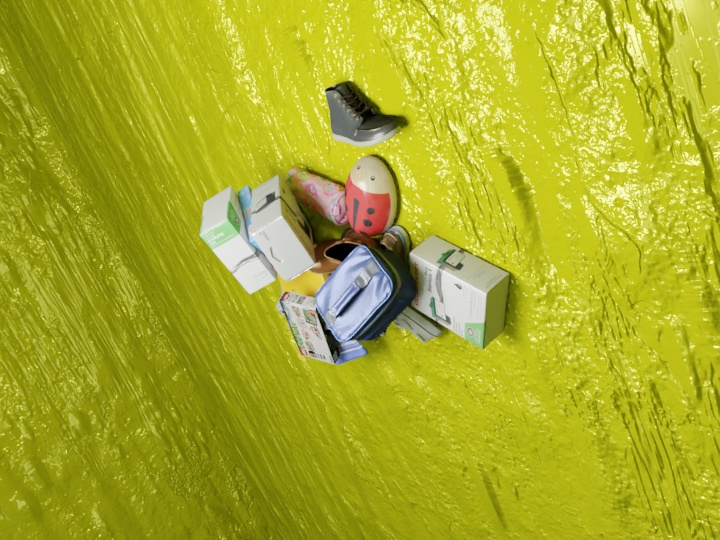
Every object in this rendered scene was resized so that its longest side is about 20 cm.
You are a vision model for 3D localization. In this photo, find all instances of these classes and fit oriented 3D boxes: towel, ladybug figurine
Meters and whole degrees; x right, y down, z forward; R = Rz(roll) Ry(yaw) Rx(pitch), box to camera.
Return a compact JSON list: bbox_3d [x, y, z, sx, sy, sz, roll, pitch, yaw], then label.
[{"bbox_3d":[-0.085,0.160,1.611,0.200,0.024,0.144,45,144,-16],"label":"towel"},{"bbox_3d":[0.014,-0.149,1.379,0.135,0.071,0.203,36,143,29],"label":"ladybug figurine"}]

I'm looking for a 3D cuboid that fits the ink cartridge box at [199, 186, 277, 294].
[{"bbox_3d":[-0.282,-0.069,1.495,0.202,0.083,0.148,56,-167,-35],"label":"ink cartridge box"}]

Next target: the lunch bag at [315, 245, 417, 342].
[{"bbox_3d":[0.000,0.052,1.294,0.201,0.131,0.137,-48,62,20],"label":"lunch bag"}]

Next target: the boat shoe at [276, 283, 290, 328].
[{"bbox_3d":[-0.199,0.094,1.793,0.204,0.070,0.071,-95,-16,-44],"label":"boat shoe"}]

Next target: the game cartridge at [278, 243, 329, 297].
[{"bbox_3d":[-0.137,0.041,1.632,0.198,0.032,0.181,-22,86,51],"label":"game cartridge"}]

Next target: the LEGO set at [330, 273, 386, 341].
[{"bbox_3d":[0.010,0.059,1.509,0.150,0.118,0.202,-2,137,28],"label":"LEGO set"}]

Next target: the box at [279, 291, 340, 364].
[{"bbox_3d":[-0.124,0.144,1.580,0.107,0.035,0.203,12,138,27],"label":"box"}]

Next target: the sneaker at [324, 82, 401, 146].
[{"bbox_3d":[-0.006,-0.311,1.258,0.198,0.074,0.108,17,133,48],"label":"sneaker"}]

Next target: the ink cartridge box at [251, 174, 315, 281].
[{"bbox_3d":[-0.174,-0.098,1.429,0.146,0.082,0.202,57,-169,-33],"label":"ink cartridge box"}]

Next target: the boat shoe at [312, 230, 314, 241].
[{"bbox_3d":[-0.163,-0.057,1.705,0.068,0.074,0.205,25,131,46],"label":"boat shoe"}]

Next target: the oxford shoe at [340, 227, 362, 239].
[{"bbox_3d":[0.000,0.000,1.538,0.070,0.071,0.205,19,131,37],"label":"oxford shoe"}]

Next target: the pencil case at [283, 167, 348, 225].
[{"bbox_3d":[-0.099,-0.177,1.500,0.198,0.087,0.089,30,140,35],"label":"pencil case"}]

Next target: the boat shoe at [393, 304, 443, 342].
[{"bbox_3d":[0.100,0.100,1.401,0.199,0.074,0.067,39,111,-25],"label":"boat shoe"}]

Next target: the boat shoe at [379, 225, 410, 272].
[{"bbox_3d":[0.075,0.002,1.429,0.071,0.072,0.204,20,133,44],"label":"boat shoe"}]

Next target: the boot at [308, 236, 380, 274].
[{"bbox_3d":[-0.055,-0.030,1.416,0.194,0.155,0.079,-6,94,16],"label":"boot"}]

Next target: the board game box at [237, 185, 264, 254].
[{"bbox_3d":[-0.216,-0.090,1.535,0.200,0.036,0.154,46,-160,-55],"label":"board game box"}]

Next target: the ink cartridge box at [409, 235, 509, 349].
[{"bbox_3d":[0.194,0.041,1.286,0.198,0.084,0.149,30,139,37],"label":"ink cartridge box"}]
